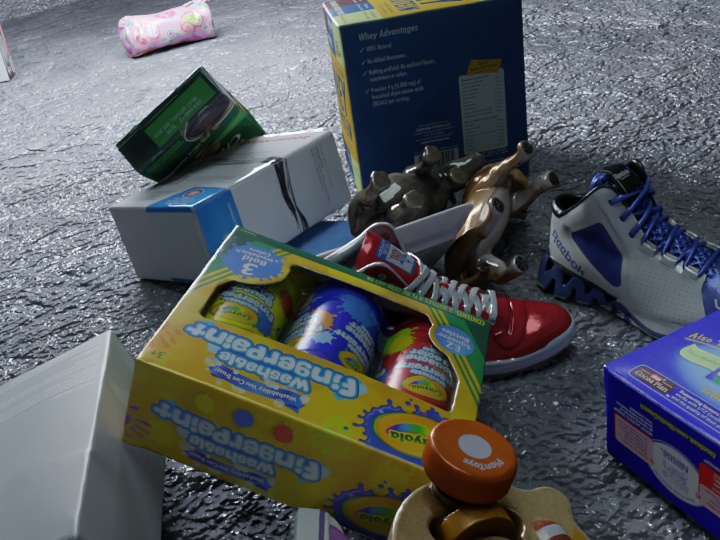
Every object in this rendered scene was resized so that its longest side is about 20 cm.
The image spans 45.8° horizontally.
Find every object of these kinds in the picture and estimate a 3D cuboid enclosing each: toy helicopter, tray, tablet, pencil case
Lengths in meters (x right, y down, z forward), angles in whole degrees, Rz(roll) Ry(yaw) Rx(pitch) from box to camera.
[{"bbox_3d":[0.108,0.157,0.404,0.198,0.079,0.133,15,26,-3],"label":"toy helicopter"},{"bbox_3d":[0.000,0.000,0.723,0.199,0.107,0.022,-20,74,-20],"label":"tray"},{"bbox_3d":[-0.048,0.000,0.824,0.129,0.014,0.200,-1,29,16],"label":"tablet"},{"bbox_3d":[-0.402,-0.508,1.781,0.199,0.088,0.087,-22,31,-21],"label":"pencil case"}]

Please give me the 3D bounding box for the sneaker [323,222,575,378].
[{"bbox_3d":[0.062,0.019,0.649,0.198,0.113,0.071,-6,28,7],"label":"sneaker"}]

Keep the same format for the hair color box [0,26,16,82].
[{"bbox_3d":[-0.821,-0.429,1.732,0.198,0.112,0.064,-10,28,-2],"label":"hair color box"}]

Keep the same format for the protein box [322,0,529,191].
[{"bbox_3d":[0.074,-0.206,0.965,0.197,0.202,0.135,-11,28,-5],"label":"protein box"}]

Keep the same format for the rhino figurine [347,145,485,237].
[{"bbox_3d":[0.062,-0.081,0.857,0.199,0.087,0.060,-28,77,-43],"label":"rhino figurine"}]

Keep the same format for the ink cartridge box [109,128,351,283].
[{"bbox_3d":[-0.128,-0.069,0.877,0.144,0.085,0.200,4,30,43],"label":"ink cartridge box"}]

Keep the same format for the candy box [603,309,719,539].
[{"bbox_3d":[0.276,0.085,0.505,0.199,0.078,0.169,-21,30,-19],"label":"candy box"}]

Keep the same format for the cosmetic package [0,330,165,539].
[{"bbox_3d":[-0.182,0.136,0.518,0.106,0.091,0.201,-25,32,5],"label":"cosmetic package"}]

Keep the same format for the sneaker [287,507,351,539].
[{"bbox_3d":[0.016,0.193,0.414,0.113,0.073,0.201,7,21,-12],"label":"sneaker"}]

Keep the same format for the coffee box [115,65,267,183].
[{"bbox_3d":[-0.177,-0.144,0.939,0.123,0.044,0.200,-42,-7,2],"label":"coffee box"}]

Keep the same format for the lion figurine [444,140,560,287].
[{"bbox_3d":[0.114,-0.039,0.779,0.122,0.072,0.200,-40,9,49],"label":"lion figurine"}]

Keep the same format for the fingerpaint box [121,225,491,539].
[{"bbox_3d":[-0.024,0.068,0.553,0.198,0.074,0.167,21,33,3],"label":"fingerpaint box"}]

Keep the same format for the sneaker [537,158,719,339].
[{"bbox_3d":[0.223,-0.022,0.675,0.198,0.116,0.080,19,40,42],"label":"sneaker"}]
